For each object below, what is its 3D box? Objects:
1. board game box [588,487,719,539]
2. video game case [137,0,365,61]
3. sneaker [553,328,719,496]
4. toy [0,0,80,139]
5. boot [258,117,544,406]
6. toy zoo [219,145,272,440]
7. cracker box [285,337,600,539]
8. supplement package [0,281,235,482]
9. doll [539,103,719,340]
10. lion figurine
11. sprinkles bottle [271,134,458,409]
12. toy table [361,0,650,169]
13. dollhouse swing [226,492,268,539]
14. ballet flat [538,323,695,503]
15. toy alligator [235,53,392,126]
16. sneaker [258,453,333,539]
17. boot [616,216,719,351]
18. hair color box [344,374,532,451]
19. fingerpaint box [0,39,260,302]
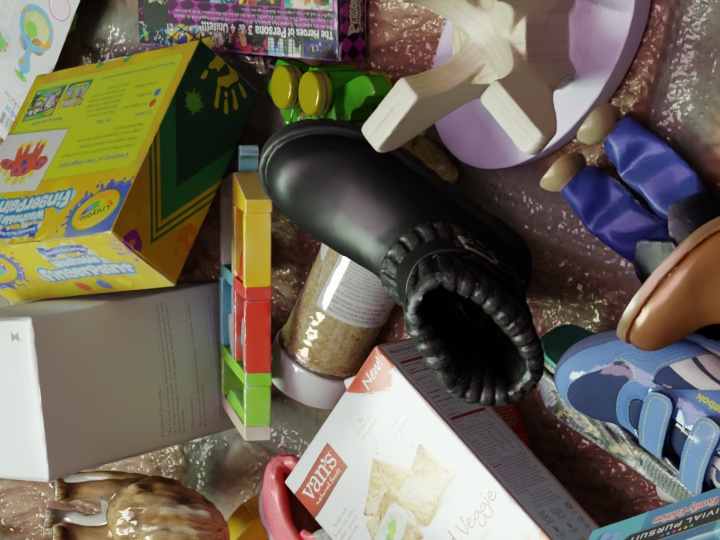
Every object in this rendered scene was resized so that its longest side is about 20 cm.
[{"bbox_3d":[0.247,0.222,1.358,0.151,0.047,0.200,-26,111,39],"label":"board game box"},{"bbox_3d":[-0.080,-0.246,1.616,0.199,0.036,0.182,8,102,39],"label":"video game case"},{"bbox_3d":[0.209,0.093,1.361,0.199,0.082,0.074,13,141,15],"label":"sneaker"},{"bbox_3d":[-0.259,-0.203,1.765,0.115,0.047,0.200,45,126,21],"label":"toy"},{"bbox_3d":[0.026,-0.009,1.437,0.210,0.158,0.080,26,115,-8],"label":"boot"},{"bbox_3d":[-0.083,0.011,1.619,0.131,0.020,0.201,-143,53,-76],"label":"toy zoo"},{"bbox_3d":[0.055,0.159,1.480,0.200,0.058,0.134,48,123,24],"label":"cracker box"},{"bbox_3d":[-0.203,0.078,1.665,0.117,0.200,0.118,-1,96,39],"label":"supplement package"},{"bbox_3d":[0.202,-0.009,1.414,0.200,0.048,0.137,45,111,22],"label":"doll"},{"bbox_3d":[-0.166,0.173,1.643,0.200,0.122,0.073,-139,52,-75],"label":"lion figurine"},{"bbox_3d":[0.000,0.000,1.571,0.068,0.068,0.201,41,120,27],"label":"sprinkles bottle"},{"bbox_3d":[0.088,-0.145,1.442,0.184,0.117,0.201,42,120,28],"label":"toy table"},{"bbox_3d":[-0.069,0.277,1.605,0.200,0.175,0.182,53,126,21],"label":"dollhouse swing"},{"bbox_3d":[0.193,0.108,1.442,0.200,0.072,0.072,36,118,30],"label":"ballet flat"},{"bbox_3d":[-0.034,-0.117,1.568,0.200,0.059,0.055,18,108,58],"label":"toy alligator"},{"bbox_3d":[-0.018,0.213,1.556,0.201,0.074,0.087,57,171,23],"label":"sneaker"},{"bbox_3d":[0.266,0.029,1.318,0.200,0.077,0.156,-33,73,-2],"label":"boot"},{"bbox_3d":[0.070,0.152,1.544,0.101,0.061,0.201,-23,82,40],"label":"hair color box"},{"bbox_3d":[-0.187,-0.068,1.645,0.199,0.073,0.167,-7,53,45],"label":"fingerpaint box"}]
